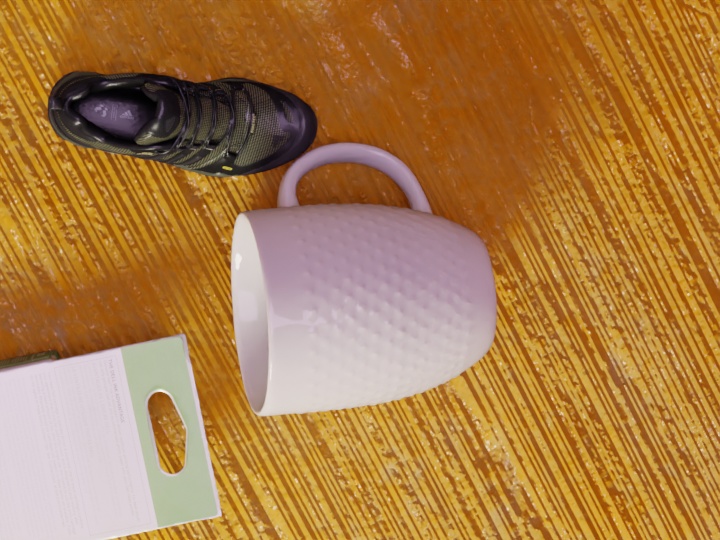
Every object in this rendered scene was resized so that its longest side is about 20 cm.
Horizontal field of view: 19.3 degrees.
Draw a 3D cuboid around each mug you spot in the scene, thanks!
[{"bbox_3d":[0.000,0.000,1.543,0.174,0.148,0.202,-5,69,-13],"label":"mug"}]

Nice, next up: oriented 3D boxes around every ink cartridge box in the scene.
[{"bbox_3d":[-0.214,0.131,1.576,0.198,0.048,0.147,-12,98,-4],"label":"ink cartridge box"}]

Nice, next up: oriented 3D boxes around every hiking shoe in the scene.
[{"bbox_3d":[-0.128,-0.103,1.527,0.198,0.101,0.077,3,98,-6],"label":"hiking shoe"}]
